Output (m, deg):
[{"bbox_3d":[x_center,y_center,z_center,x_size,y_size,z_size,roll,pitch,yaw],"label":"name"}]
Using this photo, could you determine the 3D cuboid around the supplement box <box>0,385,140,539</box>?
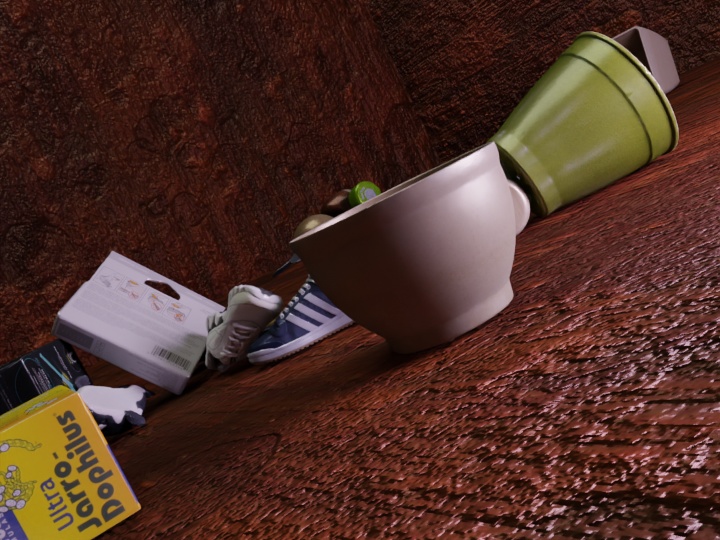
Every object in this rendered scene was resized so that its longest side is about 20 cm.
[{"bbox_3d":[-0.276,0.173,0.675,0.109,0.109,0.200,-29,7,-24],"label":"supplement box"}]

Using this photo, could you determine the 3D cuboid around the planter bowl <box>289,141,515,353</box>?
[{"bbox_3d":[0.056,-0.011,0.700,0.200,0.135,0.200,-27,6,3],"label":"planter bowl"}]

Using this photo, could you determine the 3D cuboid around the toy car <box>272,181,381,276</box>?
[{"bbox_3d":[-0.054,-0.040,1.366,0.200,0.158,0.164,-30,-2,-33],"label":"toy car"}]

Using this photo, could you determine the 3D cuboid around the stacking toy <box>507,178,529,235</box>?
[{"bbox_3d":[0.186,-0.087,1.114,0.085,0.085,0.200,-26,2,7],"label":"stacking toy"}]

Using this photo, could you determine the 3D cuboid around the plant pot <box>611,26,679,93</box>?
[{"bbox_3d":[0.781,-0.562,2.223,0.177,0.200,0.200,-17,-1,-36],"label":"plant pot"}]

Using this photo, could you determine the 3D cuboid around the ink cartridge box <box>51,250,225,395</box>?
[{"bbox_3d":[-0.320,0.074,1.161,0.045,0.200,0.176,-58,8,31],"label":"ink cartridge box"}]

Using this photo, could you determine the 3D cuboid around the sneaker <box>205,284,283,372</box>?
[{"bbox_3d":[-0.162,0.081,1.064,0.200,0.075,0.081,-42,32,54],"label":"sneaker"}]

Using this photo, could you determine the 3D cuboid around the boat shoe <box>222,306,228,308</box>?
[{"bbox_3d":[-0.269,0.084,1.337,0.091,0.071,0.200,-23,-24,9],"label":"boat shoe"}]

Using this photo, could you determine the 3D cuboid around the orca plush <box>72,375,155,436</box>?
[{"bbox_3d":[-0.339,0.189,1.030,0.071,0.105,0.200,-58,10,0],"label":"orca plush"}]

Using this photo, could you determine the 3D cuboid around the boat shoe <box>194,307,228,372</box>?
[{"bbox_3d":[-0.236,0.113,1.249,0.200,0.070,0.070,-34,-3,13],"label":"boat shoe"}]

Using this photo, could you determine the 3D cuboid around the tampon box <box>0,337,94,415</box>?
[{"bbox_3d":[-0.436,0.190,1.035,0.126,0.150,0.200,-27,5,-3],"label":"tampon box"}]

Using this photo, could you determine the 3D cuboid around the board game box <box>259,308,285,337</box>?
[{"bbox_3d":[-0.080,0.062,1.203,0.135,0.028,0.200,-23,6,32],"label":"board game box"}]

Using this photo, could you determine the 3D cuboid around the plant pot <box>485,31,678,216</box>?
[{"bbox_3d":[0.280,-0.180,1.061,0.193,0.200,0.200,-38,6,0],"label":"plant pot"}]

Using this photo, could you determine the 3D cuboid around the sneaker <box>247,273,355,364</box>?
[{"bbox_3d":[-0.068,0.034,0.990,0.200,0.109,0.070,-27,5,0],"label":"sneaker"}]
